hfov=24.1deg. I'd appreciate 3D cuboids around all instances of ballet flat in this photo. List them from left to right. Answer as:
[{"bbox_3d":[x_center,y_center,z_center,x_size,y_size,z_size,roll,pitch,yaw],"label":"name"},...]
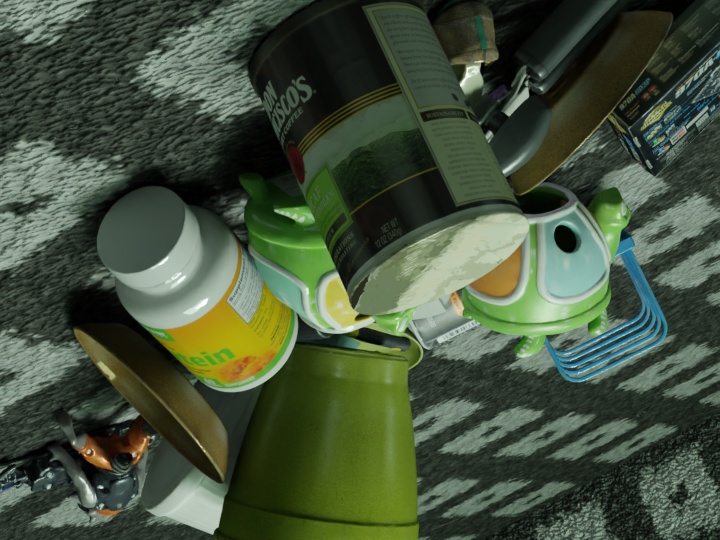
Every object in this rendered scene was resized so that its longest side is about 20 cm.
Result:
[{"bbox_3d":[0.066,-0.143,1.381,0.068,0.068,0.200,-15,159,-16],"label":"ballet flat"}]

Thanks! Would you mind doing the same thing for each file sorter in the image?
[{"bbox_3d":[0.256,0.035,1.906,0.138,0.123,0.200,-26,-175,5],"label":"file sorter"}]

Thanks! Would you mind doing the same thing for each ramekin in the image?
[{"bbox_3d":[-0.136,0.182,1.753,0.094,0.203,0.202,32,136,-15],"label":"ramekin"}]

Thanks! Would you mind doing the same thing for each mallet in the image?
[{"bbox_3d":[-0.020,0.057,1.621,0.065,0.041,0.200,2,171,27],"label":"mallet"}]

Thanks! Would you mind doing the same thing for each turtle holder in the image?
[{"bbox_3d":[-0.009,-0.020,1.402,0.185,0.133,0.141,10,-150,32],"label":"turtle holder"},{"bbox_3d":[0.187,-0.012,1.632,0.184,0.141,0.133,-7,118,-9],"label":"turtle holder"}]

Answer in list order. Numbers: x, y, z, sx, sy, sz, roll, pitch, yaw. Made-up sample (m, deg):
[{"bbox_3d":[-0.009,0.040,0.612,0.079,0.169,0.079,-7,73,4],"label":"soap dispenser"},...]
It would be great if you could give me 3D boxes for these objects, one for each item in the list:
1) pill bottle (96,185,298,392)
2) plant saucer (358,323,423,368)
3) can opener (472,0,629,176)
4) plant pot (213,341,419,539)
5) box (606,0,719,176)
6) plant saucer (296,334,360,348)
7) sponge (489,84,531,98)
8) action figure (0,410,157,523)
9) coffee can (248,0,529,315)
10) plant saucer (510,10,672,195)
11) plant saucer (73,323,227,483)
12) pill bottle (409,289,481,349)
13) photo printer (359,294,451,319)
[{"bbox_3d":[-0.140,0.014,1.438,0.111,0.111,0.200,-27,144,8],"label":"pill bottle"},{"bbox_3d":[-0.032,0.073,1.800,0.198,0.031,0.200,3,157,1],"label":"plant saucer"},{"bbox_3d":[0.156,-0.156,1.352,0.200,0.067,0.053,-47,162,-6],"label":"can opener"},{"bbox_3d":[-0.030,0.168,1.606,0.199,0.194,0.200,7,178,0],"label":"plant pot"},{"bbox_3d":[0.309,-0.186,1.514,0.200,0.046,0.159,-45,159,5],"label":"box"},{"bbox_3d":[-0.081,0.044,1.645,0.070,0.019,0.200,9,165,37],"label":"plant saucer"},{"bbox_3d":[0.093,-0.102,1.584,0.200,0.030,0.111,-36,158,29],"label":"sponge"},{"bbox_3d":[-0.299,0.222,1.859,0.199,0.105,0.194,-20,151,-23],"label":"action figure"},{"bbox_3d":[0.020,-0.089,1.261,0.146,0.201,0.147,-22,161,-8],"label":"coffee can"},{"bbox_3d":[0.184,-0.152,1.435,0.200,0.035,0.200,-50,-174,8],"label":"plant saucer"},{"bbox_3d":[-0.186,0.114,1.573,0.035,0.200,0.200,-44,165,-14],"label":"plant saucer"},{"bbox_3d":[0.135,-0.005,1.774,0.199,0.107,0.106,-27,161,5],"label":"pill bottle"},{"bbox_3d":[0.000,0.000,1.608,0.165,0.070,0.200,-3,164,12],"label":"photo printer"}]
